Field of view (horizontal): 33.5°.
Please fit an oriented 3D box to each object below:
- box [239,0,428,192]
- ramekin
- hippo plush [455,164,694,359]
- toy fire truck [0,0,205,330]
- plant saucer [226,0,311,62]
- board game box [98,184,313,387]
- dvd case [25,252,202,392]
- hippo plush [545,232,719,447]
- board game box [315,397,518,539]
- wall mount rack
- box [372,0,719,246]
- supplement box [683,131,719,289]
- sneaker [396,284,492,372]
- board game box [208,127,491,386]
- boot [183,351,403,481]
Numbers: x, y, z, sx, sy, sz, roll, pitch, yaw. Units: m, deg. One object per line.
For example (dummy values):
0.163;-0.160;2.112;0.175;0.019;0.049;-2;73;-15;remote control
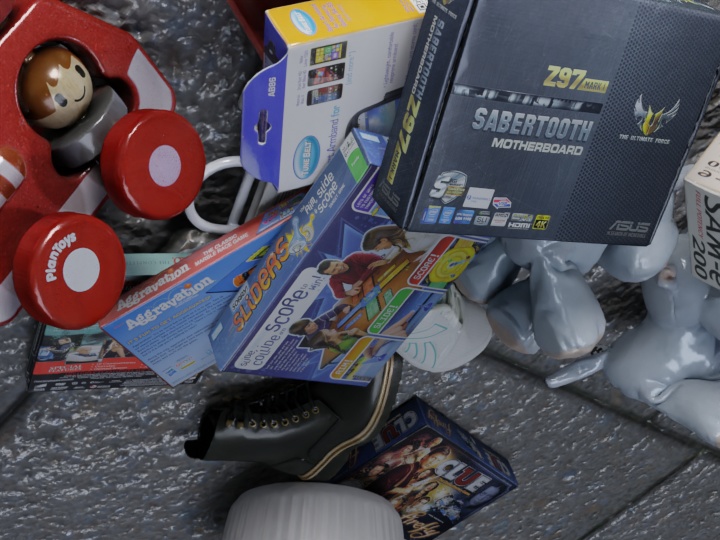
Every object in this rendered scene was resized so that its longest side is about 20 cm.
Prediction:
0.013;-0.120;0.752;0.197;0.042;0.120;-15;142;-20;box
-0.046;0.274;1.163;0.199;0.095;0.203;2;154;1;ramekin
0.160;-0.048;0.925;0.160;0.159;0.202;-29;123;-26;hippo plush
-0.198;-0.072;0.700;0.201;0.111;0.168;-56;133;-22;toy fire truck
-0.005;-0.230;0.699;0.198;0.037;0.200;-26;141;6;plant saucer
-0.074;0.009;0.837;0.198;0.020;0.103;-29;145;6;board game box
-0.170;0.042;0.904;0.144;0.022;0.200;-1;154;-23;dvd case
0.299;0.039;1.079;0.159;0.198;0.163;-36;141;-52;hippo plush
0.060;0.212;1.229;0.135;0.035;0.200;-35;139;16;board game box
-0.047;-0.045;0.866;0.197;0.075;0.175;4;131;-28;wall mount rack
0.119;-0.098;0.729;0.198;0.051;0.160;3;117;-30;box
0.331;-0.088;0.912;0.200;0.073;0.127;-49;145;-18;supplement box
0.052;0.034;0.974;0.080;0.071;0.199;-27;152;37;sneaker
0.000;0.000;0.821;0.134;0.035;0.201;10;131;-38;board game box
-0.059;0.117;1.043;0.137;0.078;0.201;10;131;-26;boot
